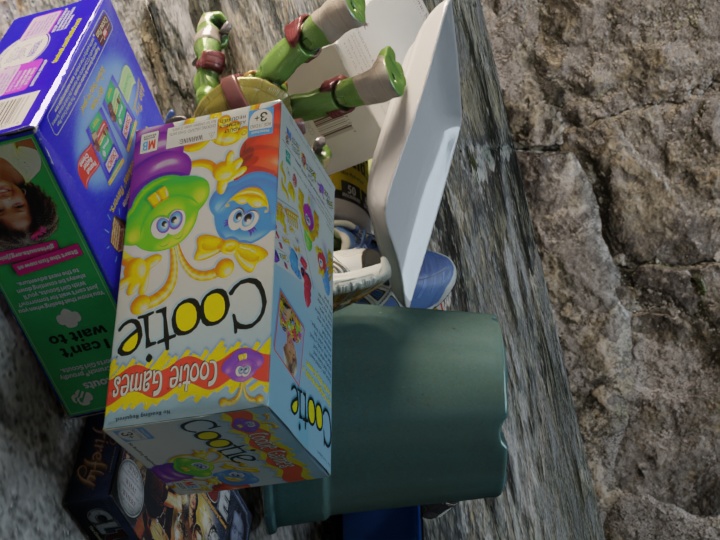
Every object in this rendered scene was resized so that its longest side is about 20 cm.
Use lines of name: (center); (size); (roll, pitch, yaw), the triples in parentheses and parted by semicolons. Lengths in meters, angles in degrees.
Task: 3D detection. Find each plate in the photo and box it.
plate: (0.045, -0.095, 1.196); (0.201, 0.032, 0.202); (73, 31, -64)

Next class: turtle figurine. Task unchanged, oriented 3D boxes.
turtle figurine: (-0.064, -0.153, 1.147); (0.199, 0.192, 0.146); (7, 60, -67)

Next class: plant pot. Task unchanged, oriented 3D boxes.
plant pot: (0.019, 0.111, 1.158); (0.200, 0.193, 0.204); (178, -90, -90)

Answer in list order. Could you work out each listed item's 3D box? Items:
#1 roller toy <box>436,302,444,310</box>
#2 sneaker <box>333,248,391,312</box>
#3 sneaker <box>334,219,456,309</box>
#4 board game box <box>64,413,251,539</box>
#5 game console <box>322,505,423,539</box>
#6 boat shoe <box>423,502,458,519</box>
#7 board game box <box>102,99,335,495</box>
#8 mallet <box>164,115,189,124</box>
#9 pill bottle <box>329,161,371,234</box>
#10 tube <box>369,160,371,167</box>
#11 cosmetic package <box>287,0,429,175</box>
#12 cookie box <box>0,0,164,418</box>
roller toy: (0.019, 0.065, 1.401); (0.183, 0.138, 0.202); (-79, 154, -55)
sneaker: (-0.070, -0.004, 1.059); (0.076, 0.198, 0.089); (-45, -119, 58)
sneaker: (0.000, 0.000, 1.264); (0.077, 0.197, 0.077); (120, -37, -50)
board game box: (-0.131, 0.164, 0.967); (0.137, 0.034, 0.201); (-85, 159, -47)
game console: (0.026, 0.274, 1.323); (0.171, 0.117, 0.202); (59, 25, -52)
boat shoe: (0.104, 0.253, 1.769); (0.073, 0.063, 0.200); (42, 16, -1)
board game box: (-0.079, 0.017, 0.850); (0.105, 0.101, 0.203); (56, 29, -55)
mallet: (-0.109, -0.068, 1.048); (0.200, 0.065, 0.042); (101, -18, -71)
pill bottle: (-0.048, -0.115, 1.340); (0.111, 0.110, 0.203); (54, 28, -58)
tube: (-0.024, -0.095, 1.547); (0.058, 0.052, 0.200); (39, 18, 8)
cosmetic package: (0.004, -0.185, 1.274); (0.114, 0.080, 0.201); (60, 33, -21)
cookie box: (-0.171, -0.041, 0.887); (0.172, 0.074, 0.202); (-80, 154, -53)
